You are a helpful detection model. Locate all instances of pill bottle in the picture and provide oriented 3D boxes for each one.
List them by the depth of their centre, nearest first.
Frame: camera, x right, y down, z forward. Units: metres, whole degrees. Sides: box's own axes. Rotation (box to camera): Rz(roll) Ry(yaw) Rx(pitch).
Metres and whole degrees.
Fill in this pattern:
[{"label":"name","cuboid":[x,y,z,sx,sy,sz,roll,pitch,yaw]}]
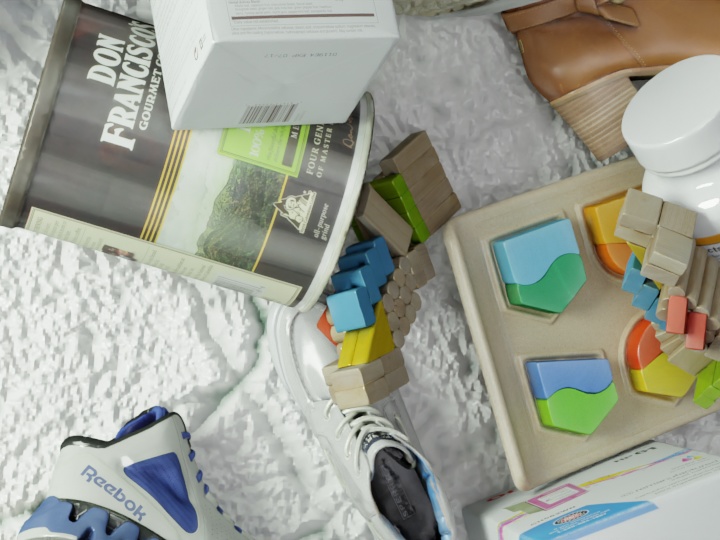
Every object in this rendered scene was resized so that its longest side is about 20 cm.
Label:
[{"label":"pill bottle","cuboid":[0.253,-0.041,1.200,0.111,0.111,0.200,-44,120,-7]}]

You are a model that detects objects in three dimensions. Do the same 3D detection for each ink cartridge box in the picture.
[{"label":"ink cartridge box","cuboid":[0.161,0.175,1.177,0.144,0.200,0.085,-19,92,-10]}]

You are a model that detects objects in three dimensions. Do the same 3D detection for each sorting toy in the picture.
[{"label":"sorting toy","cuboid":[0.161,0.029,1.224,0.199,0.036,0.186,-19,96,-27]}]

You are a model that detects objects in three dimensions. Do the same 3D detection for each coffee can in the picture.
[{"label":"coffee can","cuboid":[-0.108,-0.071,1.142,0.199,0.146,0.147,16,89,-12]}]

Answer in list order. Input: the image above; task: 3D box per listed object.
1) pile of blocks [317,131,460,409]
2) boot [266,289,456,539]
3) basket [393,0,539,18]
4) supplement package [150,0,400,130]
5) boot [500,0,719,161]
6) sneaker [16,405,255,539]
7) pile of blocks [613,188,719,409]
[{"label":"pile of blocks","cuboid":[0.000,0.000,1.172,0.082,0.062,0.201,46,46,-34]},{"label":"boot","cuboid":[0.007,0.100,1.195,0.073,0.096,0.201,-31,97,-9]},{"label":"basket","cuboid":[0.039,-0.227,1.133,0.123,0.200,0.137,-6,93,-16]},{"label":"supplement package","cuboid":[-0.061,-0.196,1.065,0.113,0.110,0.201,-3,69,-20]},{"label":"boot","cuboid":[0.193,-0.188,1.236,0.200,0.074,0.155,-35,94,-11]},{"label":"sneaker","cuboid":[-0.116,0.152,1.173,0.199,0.080,0.116,26,57,-30]},{"label":"pile of blocks","cuboid":[0.211,0.039,1.171,0.200,0.082,0.062,47,43,-27]}]
